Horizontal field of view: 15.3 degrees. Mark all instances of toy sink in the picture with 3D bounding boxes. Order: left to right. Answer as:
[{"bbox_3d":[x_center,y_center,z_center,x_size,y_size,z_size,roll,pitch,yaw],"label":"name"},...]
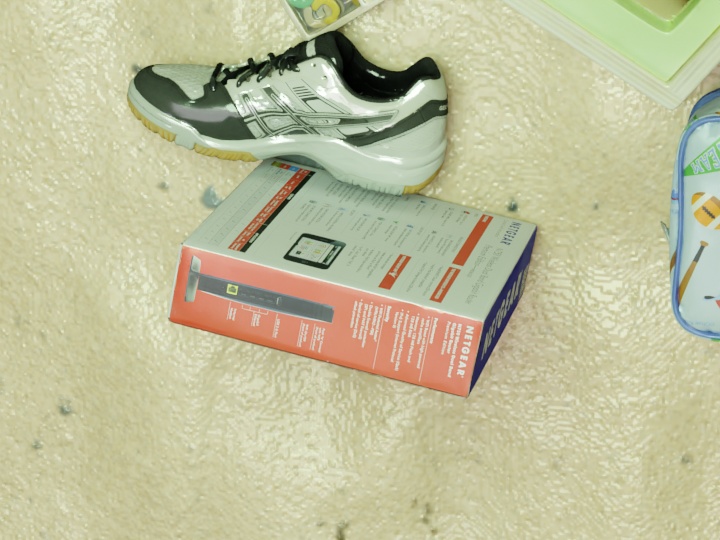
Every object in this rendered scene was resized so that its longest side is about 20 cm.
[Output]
[{"bbox_3d":[0.186,-0.210,1.499,0.130,0.112,0.200,32,128,-13],"label":"toy sink"}]

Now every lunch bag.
[{"bbox_3d":[0.276,-0.026,1.595,0.199,0.076,0.161,3,110,12],"label":"lunch bag"}]

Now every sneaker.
[{"bbox_3d":[-0.042,-0.113,1.640,0.199,0.076,0.088,10,122,0],"label":"sneaker"}]

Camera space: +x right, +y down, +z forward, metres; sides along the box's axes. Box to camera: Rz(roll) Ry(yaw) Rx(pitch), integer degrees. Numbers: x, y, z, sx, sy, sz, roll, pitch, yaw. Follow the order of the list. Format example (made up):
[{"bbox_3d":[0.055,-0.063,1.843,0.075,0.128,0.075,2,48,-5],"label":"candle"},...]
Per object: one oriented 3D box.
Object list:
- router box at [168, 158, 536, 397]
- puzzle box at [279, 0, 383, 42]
[{"bbox_3d":[0.000,0.000,1.593,0.179,0.200,0.049,15,109,9],"label":"router box"},{"bbox_3d":[0.016,-0.241,1.615,0.200,0.025,0.133,-30,97,20],"label":"puzzle box"}]
